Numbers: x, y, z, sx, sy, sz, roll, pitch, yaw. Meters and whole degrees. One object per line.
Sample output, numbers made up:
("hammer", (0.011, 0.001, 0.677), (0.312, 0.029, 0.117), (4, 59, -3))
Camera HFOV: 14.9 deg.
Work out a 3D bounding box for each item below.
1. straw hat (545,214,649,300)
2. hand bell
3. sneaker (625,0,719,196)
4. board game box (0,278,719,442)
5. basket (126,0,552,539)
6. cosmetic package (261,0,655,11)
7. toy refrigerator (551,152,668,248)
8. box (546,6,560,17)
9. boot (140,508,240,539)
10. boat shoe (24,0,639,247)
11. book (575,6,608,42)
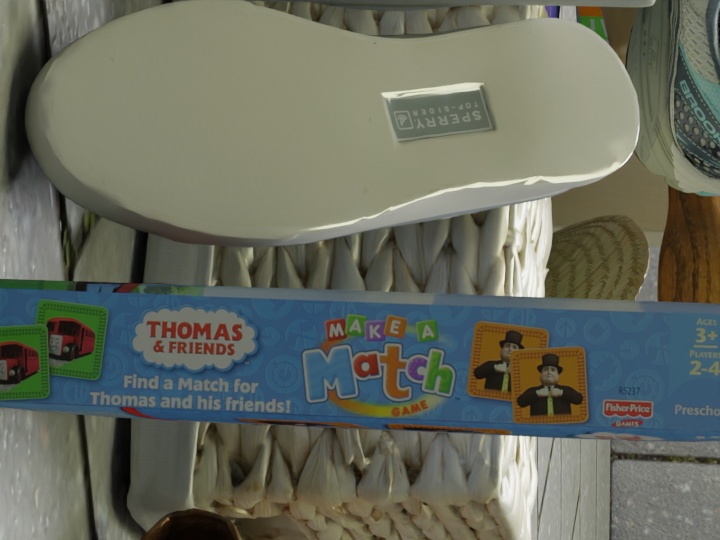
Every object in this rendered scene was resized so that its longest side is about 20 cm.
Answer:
("straw hat", (0.009, 0.022, 1.070), (0.085, 0.201, 0.201), (46, 28, -18))
("hand bell", (0.125, -0.047, 1.030), (0.104, 0.104, 0.200), (56, 29, -75))
("sneaker", (0.137, -0.127, 0.958), (0.086, 0.078, 0.200), (179, -94, -72))
("board game box", (0.009, 0.026, 0.749), (0.151, 0.200, 0.037), (26, 67, -81))
("basket", (0.000, 0.000, 0.934), (0.136, 0.123, 0.200), (63, 31, -73))
("cosmetic package", (0.009, -0.202, 0.796), (0.200, 0.165, 0.165), (84, 11, -48))
("toy refrigerator", (0.086, -0.052, 1.226), (0.070, 0.200, 0.076), (37, 55, -79))
("box", (0.028, -0.132, 1.142), (0.148, 0.104, 0.200), (76, 18, -63))
("boot", (-0.051, 0.178, 0.800), (0.200, 0.074, 0.155), (-103, -170, -62))
("boat shoe", (-0.014, -0.040, 0.801), (0.069, 0.200, 0.072), (-28, -103, 54))
("book", (0.109, -0.201, 1.161), (0.200, 0.048, 0.134), (79, 18, -55))
